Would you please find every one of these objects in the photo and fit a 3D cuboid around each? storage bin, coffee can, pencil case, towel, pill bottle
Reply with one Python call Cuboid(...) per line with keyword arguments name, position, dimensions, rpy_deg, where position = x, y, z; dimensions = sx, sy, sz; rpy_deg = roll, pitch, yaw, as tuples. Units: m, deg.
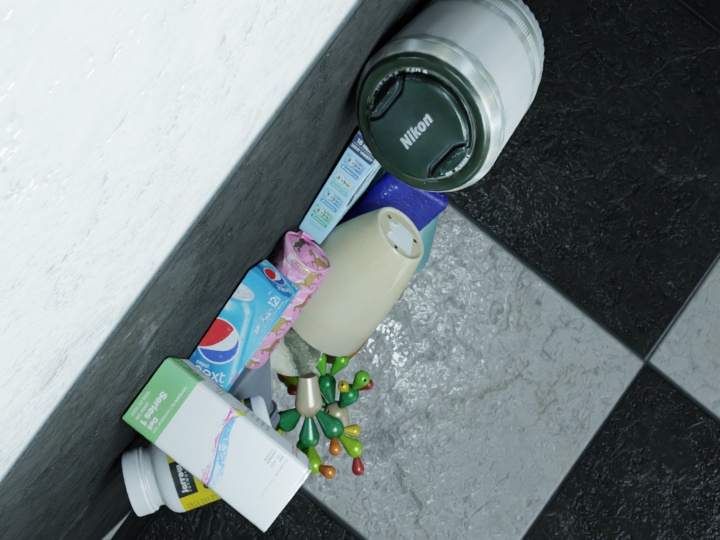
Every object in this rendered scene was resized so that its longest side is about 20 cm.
Cuboid(name="storage bin", position=(-0.214, 0.201, 1.155), dimensions=(0.200, 0.142, 0.137), rpy_deg=(-52, 152, -60))
Cuboid(name="coffee can", position=(-0.093, 0.063, 1.291), dimensions=(0.147, 0.145, 0.200), rpy_deg=(-53, 180, 36))
Cuboid(name="pencil case", position=(-0.119, 0.042, 1.051), dimensions=(0.201, 0.087, 0.082), rpy_deg=(-53, 160, 24))
Cuboid(name="towel", position=(0.037, -0.088, 1.266), dimensions=(0.199, 0.050, 0.146), rpy_deg=(-39, 142, 25))
Cuboid(name="pill bottle", position=(-0.209, 0.251, 1.001), dimensions=(0.196, 0.115, 0.112), rpy_deg=(-18, 173, -10))

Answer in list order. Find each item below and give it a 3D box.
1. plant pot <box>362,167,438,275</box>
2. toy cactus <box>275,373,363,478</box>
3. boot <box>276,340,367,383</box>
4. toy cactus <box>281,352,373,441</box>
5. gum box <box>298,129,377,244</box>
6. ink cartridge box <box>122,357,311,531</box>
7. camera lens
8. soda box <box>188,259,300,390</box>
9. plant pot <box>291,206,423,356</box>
Cuboid(name="plant pot", position=(0.058, -0.113, 1.401), dimensions=(0.201, 0.198, 0.163), rpy_deg=(-52, 166, -44))
Cuboid(name="toy cactus", position=(-0.077, 0.256, 1.261), dimensions=(0.101, 0.197, 0.170), rpy_deg=(-14, 106, -49))
Cuboid(name="boot", position=(-0.080, 0.127, 1.447), dimensions=(0.196, 0.075, 0.155), rpy_deg=(-24, -160, 5))
Cuboid(name="toy cactus", position=(-0.053, 0.215, 1.328), dimensions=(0.196, 0.169, 0.102), rpy_deg=(-10, -165, 28))
Cuboid(name="gum box", position=(0.002, -0.155, 1.093), dimensions=(0.201, 0.044, 0.171), rpy_deg=(-54, 180, 43))
Cuboid(name="ink cartridge box", position=(-0.158, 0.194, 0.865), dimensions=(0.085, 0.199, 0.145), rpy_deg=(-52, 179, -9))
Cuboid(name="camera lens", position=(0.097, -0.193, 0.788), dimensions=(0.201, 0.159, 0.161), rpy_deg=(-53, 180, -42))
Cuboid(name="soda box", position=(-0.163, 0.088, 0.982), dimensions=(0.202, 0.064, 0.068), rpy_deg=(-54, 179, 16))
Cuboid(name="plant pot", position=(0.000, 0.000, 1.150), dimensions=(0.199, 0.188, 0.188), rpy_deg=(-39, -172, 35))
